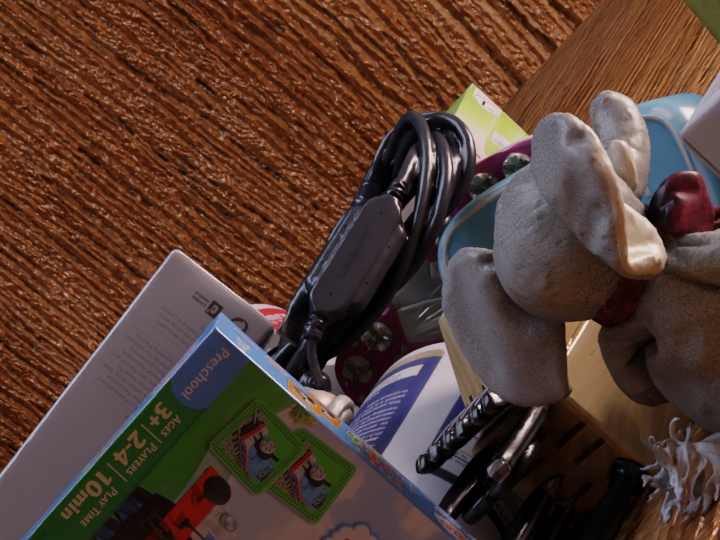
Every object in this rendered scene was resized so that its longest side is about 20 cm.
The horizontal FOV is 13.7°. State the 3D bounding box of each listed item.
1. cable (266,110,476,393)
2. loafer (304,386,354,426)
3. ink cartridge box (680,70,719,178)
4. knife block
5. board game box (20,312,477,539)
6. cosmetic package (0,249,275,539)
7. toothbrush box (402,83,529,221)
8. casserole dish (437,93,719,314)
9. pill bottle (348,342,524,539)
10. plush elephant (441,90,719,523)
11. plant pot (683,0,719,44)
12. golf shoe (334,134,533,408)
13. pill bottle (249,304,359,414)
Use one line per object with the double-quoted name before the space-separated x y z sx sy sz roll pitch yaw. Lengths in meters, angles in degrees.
"cable" 0.000 0.000 1.571 0.200 0.051 0.163 -61 2 -27
"loafer" -0.067 0.145 1.472 0.201 0.063 0.072 -68 -14 1
"ink cartridge box" 0.257 -0.126 1.476 0.146 0.084 0.200 -45 5 39
"knife block" 0.112 0.082 1.378 0.064 0.199 0.176 -44 51 38
"board game box" -0.035 0.141 1.286 0.151 0.200 0.037 -48 5 8
"cosmetic package" -0.133 0.089 1.651 0.200 0.071 0.101 -53 -2 -4
"toothbrush box" 0.086 -0.023 1.924 0.086 0.146 0.200 -46 4 18
"casserole dish" 0.116 -0.011 1.513 0.200 0.122 0.039 -31 -24 27
"pill bottle" 0.027 0.124 1.409 0.111 0.111 0.200 -46 4 31
"plush elephant" 0.123 -0.006 1.275 0.200 0.155 0.165 -51 5 -40
"plant pot" 0.241 -0.210 1.735 0.201 0.184 0.200 -49 4 4
"golf shoe" 0.061 -0.008 1.631 0.200 0.075 0.092 -48 3 25
"pill bottle" -0.043 0.089 1.745 0.114 0.200 0.114 -27 -49 -36
